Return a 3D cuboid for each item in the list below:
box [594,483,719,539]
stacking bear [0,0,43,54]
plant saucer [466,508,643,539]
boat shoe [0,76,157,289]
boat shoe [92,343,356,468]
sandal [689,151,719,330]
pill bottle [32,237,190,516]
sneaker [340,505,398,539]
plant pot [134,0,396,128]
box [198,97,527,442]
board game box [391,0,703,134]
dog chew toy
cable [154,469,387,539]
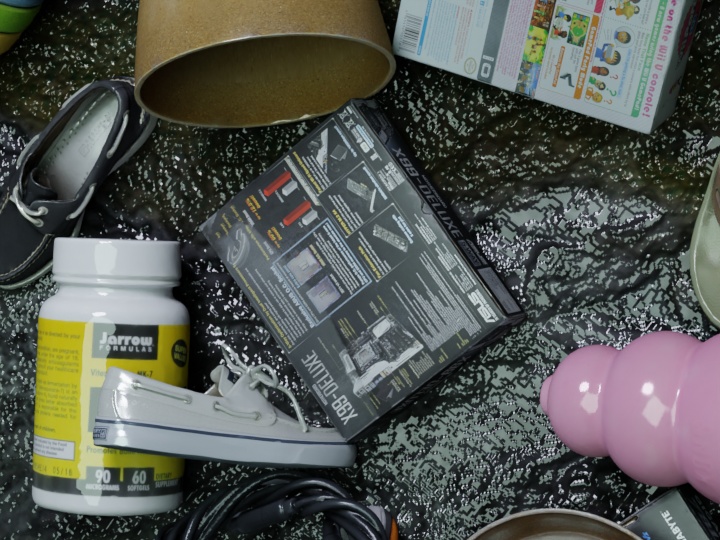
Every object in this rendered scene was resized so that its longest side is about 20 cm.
[{"bbox_3d":[0.200,0.285,1.427,0.198,0.050,0.200,-37,78,17],"label":"box"},{"bbox_3d":[-0.302,-0.203,1.559,0.114,0.121,0.200,48,116,39],"label":"stacking bear"},{"bbox_3d":[0.141,0.263,1.406,0.200,0.034,0.201,0,90,20],"label":"plant saucer"},{"bbox_3d":[-0.233,-0.067,1.559,0.200,0.060,0.074,-46,78,13],"label":"boat shoe"},{"bbox_3d":[-0.093,0.096,1.472,0.202,0.075,0.086,9,81,-21],"label":"boat shoe"},{"bbox_3d":[0.271,-0.053,1.395,0.080,0.057,0.201,12,97,18],"label":"sandal"},{"bbox_3d":[-0.185,0.076,1.517,0.114,0.114,0.200,2,92,18],"label":"pill bottle"},{"bbox_3d":[0.019,0.278,1.477,0.078,0.112,0.200,-24,48,52],"label":"sneaker"},{"bbox_3d":[-0.080,-0.226,1.461,0.186,0.186,0.200,-13,74,18],"label":"plant pot"},{"bbox_3d":[0.000,0.000,1.484,0.158,0.050,0.200,-39,79,20],"label":"box"},{"bbox_3d":[0.135,-0.198,1.417,0.200,0.064,0.148,21,116,18],"label":"board game box"},{"bbox_3d":[0.219,0.096,1.386,0.200,0.124,0.125,5,92,26],"label":"dog chew toy"},{"bbox_3d":[-0.073,0.214,1.457,0.200,0.051,0.163,28,79,42],"label":"cable"}]
